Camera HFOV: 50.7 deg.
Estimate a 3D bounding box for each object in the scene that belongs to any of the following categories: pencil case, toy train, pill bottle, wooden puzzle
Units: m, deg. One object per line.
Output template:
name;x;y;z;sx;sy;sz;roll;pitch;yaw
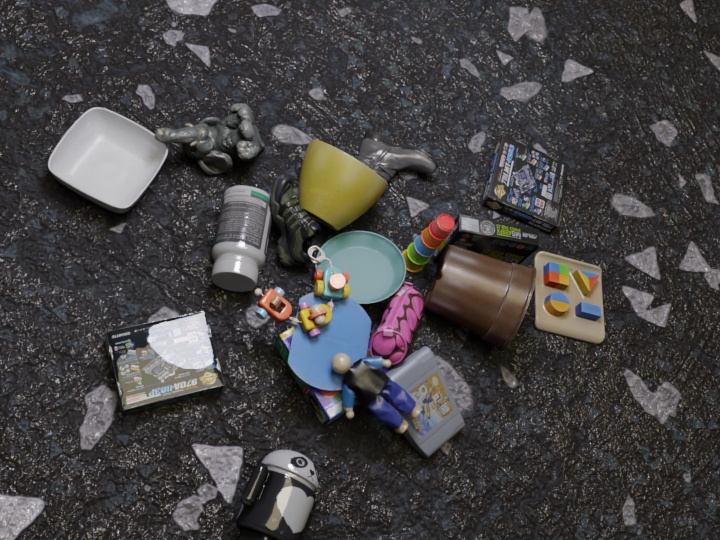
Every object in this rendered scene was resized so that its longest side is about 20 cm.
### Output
pencil case;0.077;0.109;1.593;0.090;0.094;0.200;16;31;6
toy train;-0.104;0.041;1.482;0.150;0.056;0.200;44;62;-3
pill bottle;-0.249;-0.066;1.592;0.112;0.113;0.202;13;63;-13
wooden puzzle;0.507;0.060;1.825;0.184;0.046;0.202;14;63;-12

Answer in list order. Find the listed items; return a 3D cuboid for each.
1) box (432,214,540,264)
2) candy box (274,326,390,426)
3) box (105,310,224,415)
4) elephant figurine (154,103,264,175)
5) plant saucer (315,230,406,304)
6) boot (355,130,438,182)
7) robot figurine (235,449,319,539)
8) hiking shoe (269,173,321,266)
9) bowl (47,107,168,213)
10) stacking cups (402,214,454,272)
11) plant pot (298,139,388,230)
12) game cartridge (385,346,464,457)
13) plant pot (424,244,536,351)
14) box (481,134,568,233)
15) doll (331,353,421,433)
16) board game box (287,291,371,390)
box;0.285;-0.057;1.739;0.198;0.160;0.045;10;62;-15
candy box;-0.055;0.187;1.564;0.168;0.077;0.201;-28;76;-26
box;-0.380;0.177;1.477;0.198;0.046;0.160;-12;71;-23
elephant figurine;-0.324;-0.283;1.662;0.198;0.156;0.142;-15;32;2
plant saucer;0.000;0.000;1.665;0.198;0.036;0.201;2;53;-3
boot;0.076;-0.239;1.811;0.199;0.070;0.132;20;65;4
robot figurine;-0.150;0.431;1.395;0.124;0.151;0.201;20;62;6
hiking shoe;-0.130;-0.108;1.616;0.076;0.100;0.202;-42;128;-61
bowl;-0.525;-0.223;1.592;0.199;0.075;0.201;29;62;-5
stacking cups;0.149;-0.058;1.670;0.060;0.200;0.061;6;67;-16
plant pot;-0.059;-0.174;1.678;0.199;0.200;0.143;30;87;-4
game cartridge;0.129;0.276;1.565;0.133;0.041;0.201;-34;106;-32
plant pot;0.256;0.047;1.673;0.197;0.201;0.201;23;62;0
box;0.418;-0.219;1.919;0.197;0.050;0.201;21;62;-8
doll;0.020;0.234;1.474;0.200;0.048;0.137;43;87;-13
board game box;-0.064;0.143;1.518;0.157;0.039;0.202;16;67;-17
